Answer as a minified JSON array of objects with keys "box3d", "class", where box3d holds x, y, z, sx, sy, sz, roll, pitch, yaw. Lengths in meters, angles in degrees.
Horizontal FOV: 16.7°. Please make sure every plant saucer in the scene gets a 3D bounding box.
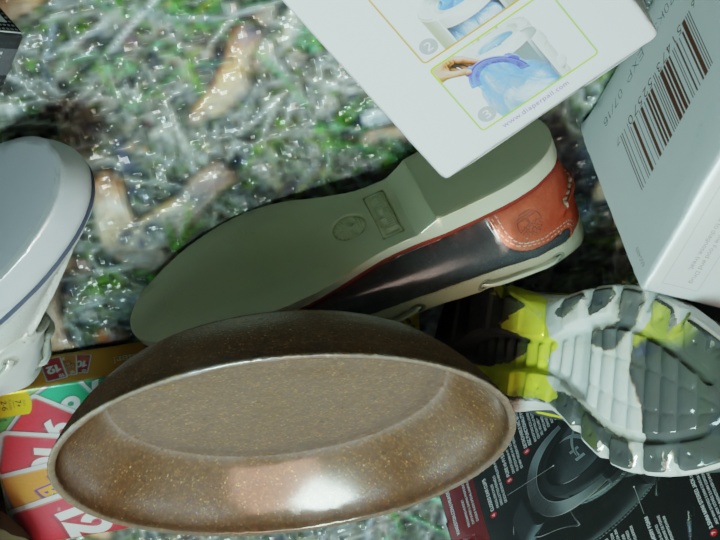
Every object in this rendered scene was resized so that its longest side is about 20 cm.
[{"box3d":[-0.035,0.062,1.039,0.199,0.037,0.201,-7,155,-3],"class":"plant saucer"}]

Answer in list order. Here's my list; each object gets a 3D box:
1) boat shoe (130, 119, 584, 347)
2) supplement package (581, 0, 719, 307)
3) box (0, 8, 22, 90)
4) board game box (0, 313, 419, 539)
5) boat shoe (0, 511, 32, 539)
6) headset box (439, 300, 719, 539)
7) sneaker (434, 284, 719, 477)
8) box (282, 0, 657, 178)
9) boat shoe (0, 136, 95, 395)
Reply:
[{"box3d":[0.000,0.000,1.049,0.199,0.071,0.063,-24,132,1],"class":"boat shoe"},{"box3d":[0.213,-0.049,1.022,0.199,0.118,0.117,14,124,-21],"class":"supplement package"},{"box3d":[-0.241,-0.039,0.912,0.199,0.044,0.161,-2,128,-44],"class":"box"},{"box3d":[-0.067,0.070,1.115,0.198,0.030,0.096,-10,130,-7],"class":"board game box"},{"box3d":[-0.186,0.138,1.067,0.074,0.075,0.203,4,155,5],"class":"boat shoe"},{"box3d":[0.127,0.114,1.112,0.200,0.149,0.077,-36,126,15],"class":"headset box"},{"box3d":[0.117,0.039,1.048,0.084,0.199,0.075,5,97,-36],"class":"sneaker"},{"box3d":[0.007,-0.152,0.898,0.101,0.113,0.200,-33,127,16],"class":"box"},{"box3d":[-0.165,0.023,1.033,0.070,0.071,0.200,21,123,-41],"class":"boat shoe"}]
